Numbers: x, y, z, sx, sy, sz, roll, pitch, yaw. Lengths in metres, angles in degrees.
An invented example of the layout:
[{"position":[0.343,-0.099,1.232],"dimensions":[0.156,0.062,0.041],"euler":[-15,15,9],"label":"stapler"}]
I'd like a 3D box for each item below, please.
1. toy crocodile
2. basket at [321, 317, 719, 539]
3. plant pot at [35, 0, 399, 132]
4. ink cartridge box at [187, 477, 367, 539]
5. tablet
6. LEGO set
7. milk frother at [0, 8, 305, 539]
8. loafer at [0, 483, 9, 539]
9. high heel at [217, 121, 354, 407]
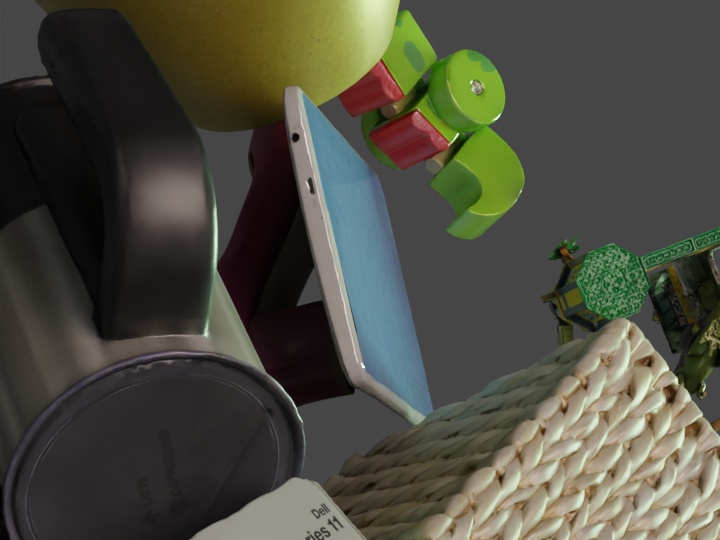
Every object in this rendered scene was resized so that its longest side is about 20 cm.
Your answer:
[{"position":[0.006,-0.103,1.415],"dimensions":[0.200,0.067,0.062],"euler":[53,45,-12],"label":"toy crocodile"},{"position":[0.057,0.153,1.252],"dimensions":[0.161,0.200,0.198],"euler":[55,44,-7],"label":"basket"},{"position":[-0.057,-0.147,1.306],"dimensions":[0.200,0.199,0.142],"euler":[-54,129,-43],"label":"plant pot"},{"position":[-0.082,0.181,1.079],"dimensions":[0.083,0.200,0.146],"euler":[47,32,11],"label":"ink cartridge box"},{"position":[0.000,0.000,1.319],"dimensions":[0.200,0.014,0.131],"euler":[44,32,-76],"label":"tablet"},{"position":[0.171,0.061,1.496],"dimensions":[0.153,0.116,0.200],"euler":[-29,89,-17],"label":"LEGO set"},{"position":[-0.147,0.012,1.131],"dimensions":[0.188,0.199,0.181],"euler":[-120,-165,-49],"label":"milk frother"},{"position":[-0.175,0.104,1.145],"dimensions":[0.200,0.067,0.076],"euler":[5,68,-43],"label":"loafer"},{"position":[-0.058,-0.010,1.334],"dimensions":[0.200,0.096,0.068],"euler":[-95,168,-49],"label":"high heel"}]
